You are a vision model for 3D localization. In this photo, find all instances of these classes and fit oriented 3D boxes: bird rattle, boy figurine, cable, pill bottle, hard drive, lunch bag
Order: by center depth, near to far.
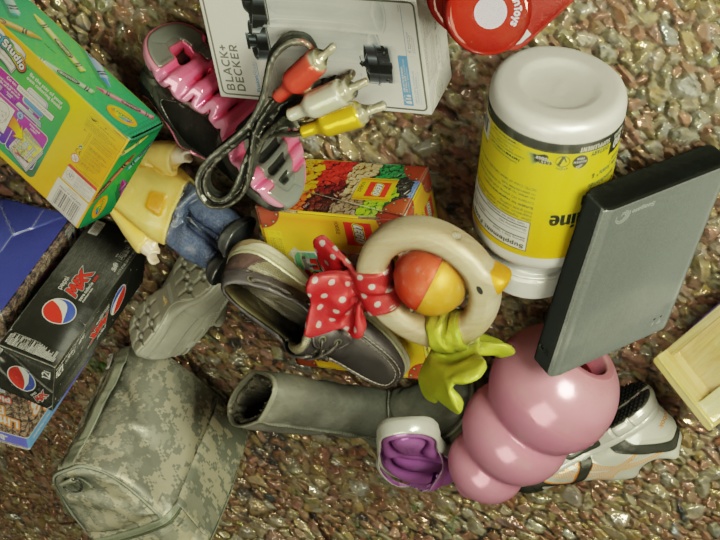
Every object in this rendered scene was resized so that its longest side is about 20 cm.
[{"bbox_3d":[0.153,-0.076,1.359,0.112,0.113,0.201,16,135,12],"label":"pill bottle"},{"bbox_3d":[-0.078,-0.124,1.361,0.199,0.050,0.097,-33,109,23],"label":"cable"},{"bbox_3d":[0.227,-0.007,1.378,0.033,0.139,0.201,50,147,33],"label":"hard drive"},{"bbox_3d":[0.049,0.016,1.411,0.200,0.113,0.163,38,132,9],"label":"bird rattle"},{"bbox_3d":[-0.196,-0.073,1.556,0.199,0.064,0.125,33,114,11],"label":"boy figurine"},{"bbox_3d":[-0.230,0.195,1.736,0.139,0.201,0.168,-17,124,33],"label":"lunch bag"}]

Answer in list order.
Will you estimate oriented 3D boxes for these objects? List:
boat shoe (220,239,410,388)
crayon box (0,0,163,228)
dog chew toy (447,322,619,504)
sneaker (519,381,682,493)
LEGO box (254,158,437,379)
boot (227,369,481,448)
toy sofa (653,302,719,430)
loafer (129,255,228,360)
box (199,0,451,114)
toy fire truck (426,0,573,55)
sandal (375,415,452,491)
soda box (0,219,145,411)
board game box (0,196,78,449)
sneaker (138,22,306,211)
[{"bbox_3d":[-0.045,0.052,1.494,0.200,0.065,0.072,38,134,-10],"label":"boat shoe"},{"bbox_3d":[-0.291,-0.151,1.498,0.200,0.058,0.119,42,124,7],"label":"crayon box"},{"bbox_3d":[0.153,0.143,1.532,0.124,0.125,0.200,34,121,-6],"label":"dog chew toy"},{"bbox_3d":[0.227,0.183,1.587,0.080,0.074,0.200,43,134,-18],"label":"sneaker"},{"bbox_3d":[0.000,0.000,1.528,0.148,0.077,0.201,6,131,21],"label":"LEGO box"},{"bbox_3d":[-0.006,0.127,1.597,0.199,0.073,0.182,22,141,-29],"label":"boot"},{"bbox_3d":[0.355,0.044,1.405,0.083,0.097,0.200,51,137,11],"label":"toy sofa"},{"bbox_3d":[-0.162,0.025,1.649,0.069,0.070,0.200,10,143,-37],"label":"loafer"},{"bbox_3d":[-0.030,-0.201,1.373,0.198,0.060,0.117,8,132,20],"label":"box"},{"bbox_3d":[0.097,-0.269,1.218,0.168,0.112,0.200,-42,106,7],"label":"toy fire truck"},{"bbox_3d":[0.051,0.191,1.591,0.082,0.050,0.203,-4,156,13],"label":"sandal"},{"bbox_3d":[-0.284,0.040,1.615,0.063,0.200,0.071,22,136,8],"label":"soda box"},{"bbox_3d":[-0.363,0.054,1.696,0.096,0.160,0.201,14,135,14],"label":"board game box"},{"bbox_3d":[-0.129,-0.127,1.471,0.200,0.079,0.095,50,143,5],"label":"sneaker"}]
